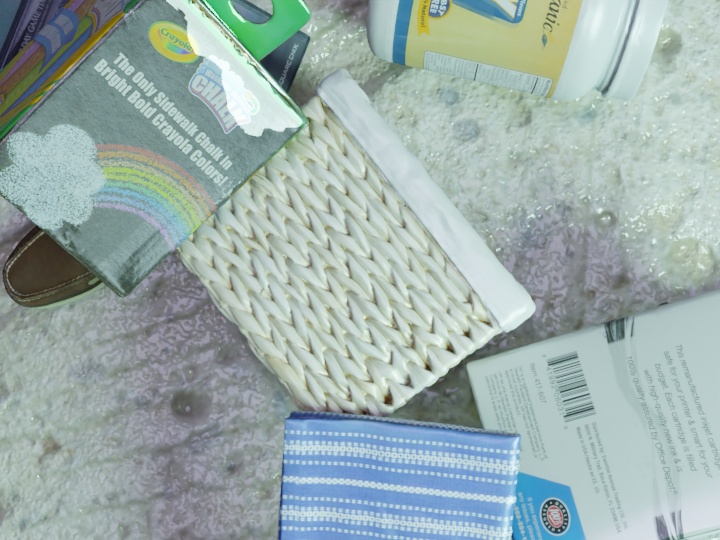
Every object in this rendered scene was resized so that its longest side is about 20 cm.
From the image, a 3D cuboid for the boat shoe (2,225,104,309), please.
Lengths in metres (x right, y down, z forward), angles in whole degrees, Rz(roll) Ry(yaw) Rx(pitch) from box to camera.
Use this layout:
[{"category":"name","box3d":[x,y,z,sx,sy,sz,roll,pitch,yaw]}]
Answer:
[{"category":"boat shoe","box3d":[-0.195,-0.041,0.786,0.202,0.075,0.075,-35,85,0]}]

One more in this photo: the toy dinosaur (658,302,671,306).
[{"category":"toy dinosaur","box3d":[0.324,0.045,0.752,0.199,0.086,0.136,23,80,17]}]

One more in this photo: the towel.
[{"category":"towel","box3d":[0.017,0.188,0.622,0.144,0.024,0.201,5,103,5]}]

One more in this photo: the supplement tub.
[{"category":"supplement tub","box3d":[0.114,-0.206,0.747,0.199,0.145,0.145,13,86,4]}]

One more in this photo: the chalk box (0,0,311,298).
[{"category":"chalk box","box3d":[-0.122,-0.111,0.617,0.200,0.124,0.124,-43,122,3]}]

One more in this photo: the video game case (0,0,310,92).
[{"category":"video game case","box3d":[-0.141,-0.140,0.710,0.199,0.019,0.144,22,92,-38]}]

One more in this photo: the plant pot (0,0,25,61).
[{"category":"plant pot","box3d":[-0.237,-0.185,0.756,0.134,0.200,0.201,-8,84,-24]}]

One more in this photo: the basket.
[{"category":"basket","box3d":[0.000,0.000,0.714,0.161,0.198,0.200,-41,85,3]}]

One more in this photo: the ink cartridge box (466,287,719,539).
[{"category":"ink cartridge box","box3d":[0.187,0.109,0.674,0.199,0.084,0.147,-17,67,10]}]
